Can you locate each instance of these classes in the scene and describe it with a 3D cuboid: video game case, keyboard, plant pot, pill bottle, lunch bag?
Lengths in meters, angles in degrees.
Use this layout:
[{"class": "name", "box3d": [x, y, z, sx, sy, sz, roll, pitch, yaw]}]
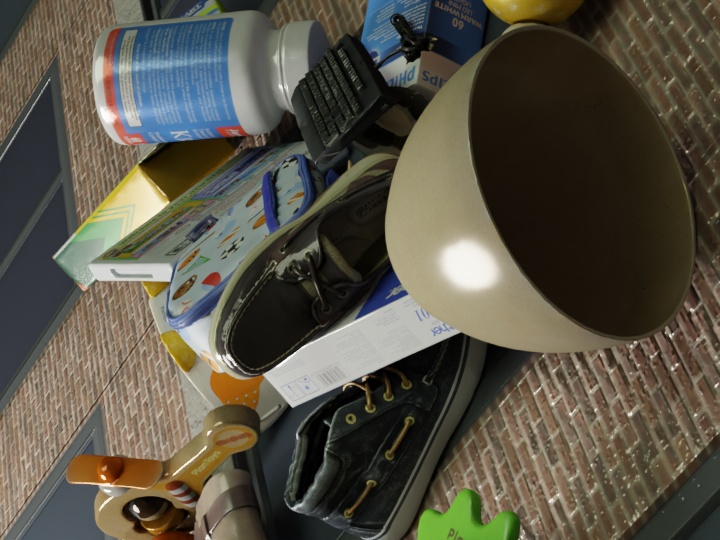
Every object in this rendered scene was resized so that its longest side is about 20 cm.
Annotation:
[{"class": "video game case", "box3d": [-0.128, -0.053, 1.562, 0.200, 0.022, 0.182, -39, 19, -25]}, {"class": "keyboard", "box3d": [-0.001, -0.152, 1.359, 0.127, 0.021, 0.200, -41, 21, 7]}, {"class": "plant pot", "box3d": [0.093, -0.033, 1.095, 0.134, 0.200, 0.201, -26, 49, 44]}, {"class": "pill bottle", "box3d": [-0.131, -0.175, 1.588, 0.199, 0.112, 0.113, -3, 61, 15]}, {"class": "lunch bag", "box3d": [-0.074, -0.013, 1.356, 0.160, 0.076, 0.200, -43, 16, 9]}]

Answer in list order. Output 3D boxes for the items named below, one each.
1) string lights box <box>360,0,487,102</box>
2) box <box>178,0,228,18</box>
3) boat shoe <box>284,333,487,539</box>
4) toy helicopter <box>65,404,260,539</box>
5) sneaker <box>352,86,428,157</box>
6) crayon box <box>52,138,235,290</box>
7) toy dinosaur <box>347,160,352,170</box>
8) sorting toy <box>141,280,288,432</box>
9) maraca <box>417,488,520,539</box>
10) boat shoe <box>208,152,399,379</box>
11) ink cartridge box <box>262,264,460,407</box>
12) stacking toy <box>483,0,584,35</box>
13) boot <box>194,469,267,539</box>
[{"class": "string lights box", "box3d": [0.053, -0.217, 1.441, 0.103, 0.059, 0.201, -19, 56, 54]}, {"class": "box", "box3d": [-0.173, -0.208, 1.757, 0.122, 0.048, 0.200, -38, 24, 4]}, {"class": "boat shoe", "box3d": [0.019, 0.093, 1.257, 0.071, 0.091, 0.201, 19, 87, 61]}, {"class": "toy helicopter", "box3d": [-0.156, 0.166, 1.461, 0.200, 0.132, 0.079, -44, 37, 36]}, {"class": "sneaker", "box3d": [0.062, -0.059, 1.332, 0.077, 0.089, 0.200, -28, 48, -12]}, {"class": "crayon box", "box3d": [-0.204, -0.073, 1.724, 0.200, 0.051, 0.127, -42, 1, 40]}, {"class": "toy dinosaur", "box3d": [0.000, 0.000, 1.409, 0.106, 0.060, 0.200, -39, 34, -2]}, {"class": "sorting toy", "box3d": [-0.085, 0.008, 1.514, 0.180, 0.107, 0.200, -42, 34, 7]}, {"class": "maraca", "box3d": [0.045, 0.237, 1.100, 0.137, 0.107, 0.201, 22, 90, 53]}, {"class": "boat shoe", "box3d": [-0.025, -0.006, 1.219, 0.200, 0.072, 0.065, -45, 16, -15]}, {"class": "ink cartridge box", "box3d": [0.020, 0.025, 1.242, 0.200, 0.044, 0.094, -27, 21, 44]}, {"class": "stacking toy", "box3d": [0.123, -0.228, 1.275, 0.146, 0.146, 0.201, -2, 80, 59]}, {"class": "boot", "box3d": [-0.088, 0.224, 1.353, 0.200, 0.070, 0.147, -44, 49, 53]}]
